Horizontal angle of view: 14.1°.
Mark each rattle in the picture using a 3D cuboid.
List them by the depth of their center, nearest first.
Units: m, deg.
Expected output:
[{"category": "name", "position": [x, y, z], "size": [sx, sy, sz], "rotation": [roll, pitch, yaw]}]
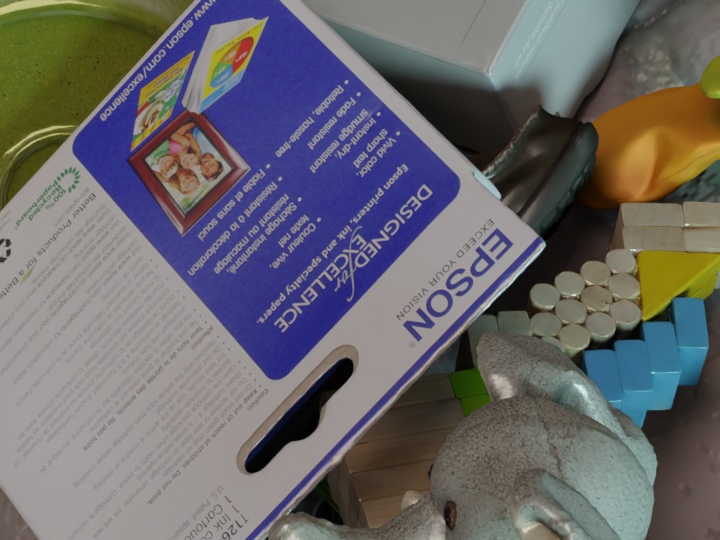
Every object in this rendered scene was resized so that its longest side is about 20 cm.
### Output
[{"category": "rattle", "position": [0.122, -0.111, 1.035], "size": [0.143, 0.200, 0.130], "rotation": [5, 68, 22]}]

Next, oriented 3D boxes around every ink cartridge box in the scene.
[{"category": "ink cartridge box", "position": [-0.049, 0.014, 1.020], "size": [0.198, 0.047, 0.200], "rotation": [-46, 51, 4]}]

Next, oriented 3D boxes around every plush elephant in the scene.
[{"category": "plush elephant", "position": [0.044, 0.111, 0.907], "size": [0.200, 0.165, 0.155], "rotation": [-22, 103, 4]}]

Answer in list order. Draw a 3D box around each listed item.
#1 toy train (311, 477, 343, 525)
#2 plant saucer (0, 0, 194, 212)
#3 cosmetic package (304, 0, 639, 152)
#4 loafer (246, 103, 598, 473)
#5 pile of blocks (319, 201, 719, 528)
[{"category": "toy train", "position": [0.046, 0.127, 1.039], "size": [0.042, 0.056, 0.200], "rotation": [-13, 44, -38]}, {"category": "plant saucer", "position": [-0.110, -0.027, 1.112], "size": [0.200, 0.031, 0.200], "rotation": [0, 98, -3]}, {"category": "cosmetic package", "position": [0.004, -0.126, 1.152], "size": [0.200, 0.090, 0.107], "rotation": [19, 71, 29]}, {"category": "loafer", "position": [0.000, 0.000, 1.071], "size": [0.200, 0.073, 0.071], "rotation": [-39, 84, 1]}, {"category": "pile of blocks", "position": [0.069, 0.050, 1.043], "size": [0.200, 0.062, 0.082], "rotation": [-32, 62, -26]}]
